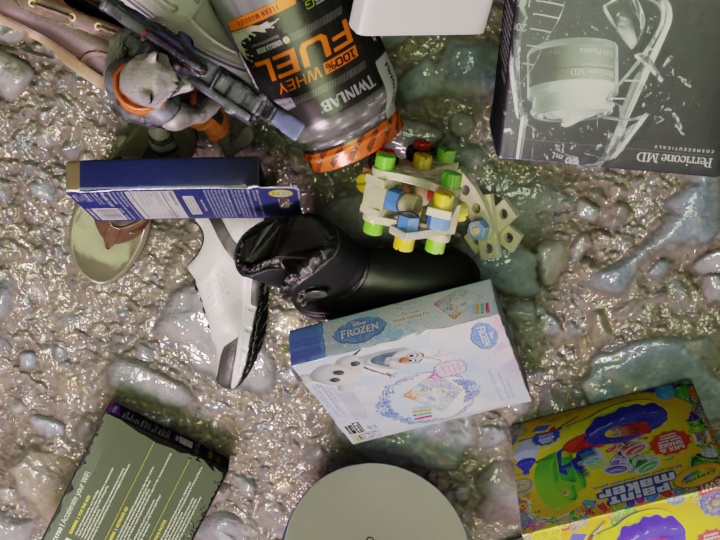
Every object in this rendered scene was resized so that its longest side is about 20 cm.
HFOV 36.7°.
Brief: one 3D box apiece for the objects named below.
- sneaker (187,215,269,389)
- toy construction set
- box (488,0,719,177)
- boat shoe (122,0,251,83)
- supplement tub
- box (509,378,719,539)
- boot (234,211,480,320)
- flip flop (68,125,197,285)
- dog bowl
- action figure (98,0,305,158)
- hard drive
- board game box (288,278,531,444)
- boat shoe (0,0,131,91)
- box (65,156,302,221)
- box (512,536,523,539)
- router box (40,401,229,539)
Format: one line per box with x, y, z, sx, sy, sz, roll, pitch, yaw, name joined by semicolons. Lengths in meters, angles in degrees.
-0.133;0.021;1.092;0.079;0.074;0.202;8;105;5;sneaker
0.072;-0.065;0.987;0.130;0.199;0.093;23;100;32;toy construction set
0.222;-0.200;0.939;0.198;0.124;0.199;5;116;2;box
-0.168;-0.247;0.977;0.199;0.071;0.070;36;112;-5;boat shoe
-0.044;-0.197;0.958;0.122;0.123;0.201;-23;110;13;supplement tub
0.265;0.229;1.081;0.198;0.193;0.123;-17;111;10;box
0.000;0.000;1.005;0.198;0.168;0.077;-3;75;17;boot
-0.227;-0.070;1.060;0.081;0.058;0.200;34;111;-11;flip flop
0.013;0.306;1.124;0.198;0.202;0.079;13;145;-2;dog bowl
-0.146;-0.132;0.922;0.199;0.194;0.105;33;86;10;action figure
0.070;-0.289;0.877;0.131;0.026;0.202;-8;130;-30;hard drive
0.055;0.095;1.064;0.197;0.044;0.200;-14;147;10;board game box
-0.283;-0.245;0.984;0.199;0.071;0.070;30;120;-18;boat shoe
-0.152;-0.072;0.977;0.197;0.121;0.033;0;81;-2;box
0.219;0.397;1.224;0.081;0.069;0.201;-20;111;12;box
-0.251;0.267;1.180;0.148;0.051;0.201;28;93;-8;router box
